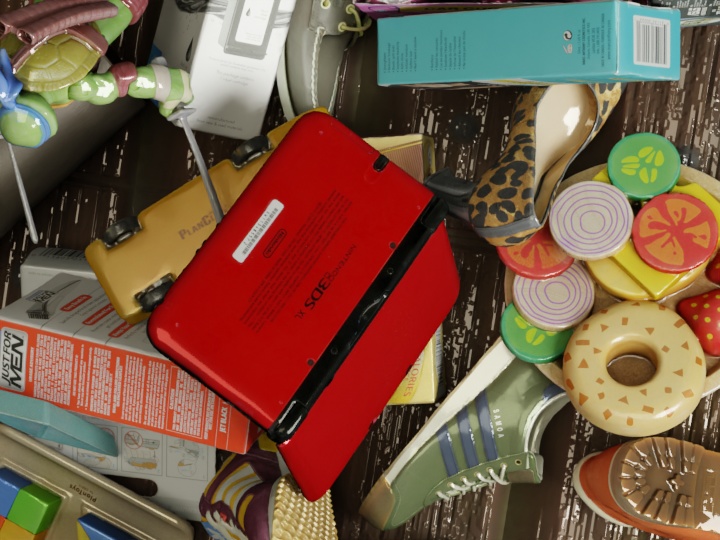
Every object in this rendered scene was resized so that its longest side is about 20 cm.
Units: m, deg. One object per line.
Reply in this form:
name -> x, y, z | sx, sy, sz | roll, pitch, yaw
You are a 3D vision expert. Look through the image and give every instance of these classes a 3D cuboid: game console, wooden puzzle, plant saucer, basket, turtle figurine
game console -> -0.032, 0.026, 1.118 | 0.172, 0.119, 0.200 | 37, 69, -4
wooden puzzle -> -0.249, 0.244, 1.284 | 0.185, 0.046, 0.200 | 26, 101, 9
plant saucer -> -0.229, 0.109, 1.190 | 0.070, 0.200, 0.019 | 13, 78, 8
basket -> -0.273, -0.111, 1.247 | 0.200, 0.180, 0.136 | -37, 125, 1
turtle figurine -> -0.190, -0.131, 1.135 | 0.144, 0.200, 0.194 | -19, 46, 38

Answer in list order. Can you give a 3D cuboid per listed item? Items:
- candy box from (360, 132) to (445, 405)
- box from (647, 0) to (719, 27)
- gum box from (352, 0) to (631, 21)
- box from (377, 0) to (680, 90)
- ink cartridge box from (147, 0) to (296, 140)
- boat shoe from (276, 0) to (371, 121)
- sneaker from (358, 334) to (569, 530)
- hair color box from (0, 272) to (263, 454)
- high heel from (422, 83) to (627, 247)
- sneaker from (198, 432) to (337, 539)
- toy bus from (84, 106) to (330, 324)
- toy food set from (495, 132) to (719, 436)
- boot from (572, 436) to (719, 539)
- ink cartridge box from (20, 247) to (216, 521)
candy box -> 0.000, 0.000, 1.236 | 0.116, 0.056, 0.201 | -2, 92, 11
box -> 0.235, -0.258, 1.112 | 0.086, 0.200, 0.164 | -2, 91, 9
gum box -> 0.103, -0.214, 1.182 | 0.199, 0.113, 0.066 | 2, 91, 11
box -> 0.112, -0.152, 1.128 | 0.200, 0.082, 0.049 | 3, 94, 41
ink cartridge box -> -0.094, -0.207, 1.198 | 0.068, 0.116, 0.200 | 10, 105, -24
boat shoe -> -0.023, -0.206, 1.229 | 0.060, 0.072, 0.202 | 5, 88, 16
sneaker -> 0.093, 0.133, 1.213 | 0.090, 0.067, 0.200 | 41, 95, 13
hair color box -> -0.154, 0.064, 1.184 | 0.200, 0.111, 0.064 | 14, 110, 14
high heel -> 0.147, -0.090, 1.152 | 0.200, 0.143, 0.071 | -39, 114, -9
sneaker -> -0.072, 0.181, 1.185 | 0.090, 0.200, 0.075 | -33, 103, 9
toy bus -> -0.092, -0.037, 1.170 | 0.200, 0.078, 0.065 | -32, 79, 1
toy food set -> 0.194, 0.006, 1.172 | 0.200, 0.049, 0.198 | -42, 67, -7
boot -> 0.251, 0.168, 1.185 | 0.200, 0.107, 0.075 | 21, 73, -15
ink cartridge box -> -0.183, 0.088, 1.289 | 0.162, 0.057, 0.200 | 6, 113, 11
